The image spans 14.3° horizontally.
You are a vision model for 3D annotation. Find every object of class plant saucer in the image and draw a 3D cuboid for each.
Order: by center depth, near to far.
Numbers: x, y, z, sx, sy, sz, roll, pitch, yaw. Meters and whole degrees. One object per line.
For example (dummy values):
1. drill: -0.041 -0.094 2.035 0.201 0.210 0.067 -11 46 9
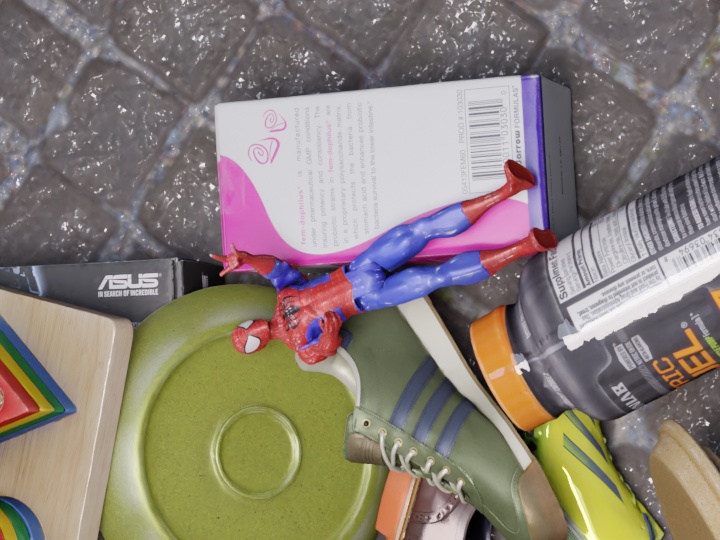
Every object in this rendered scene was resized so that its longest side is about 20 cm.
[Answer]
1. plant saucer: -0.065 0.108 1.705 0.199 0.031 0.202 1 86 -22

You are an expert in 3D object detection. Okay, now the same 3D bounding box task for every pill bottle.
1. pill bottle: 0.162 0.016 1.619 0.199 0.106 0.107 -28 80 15

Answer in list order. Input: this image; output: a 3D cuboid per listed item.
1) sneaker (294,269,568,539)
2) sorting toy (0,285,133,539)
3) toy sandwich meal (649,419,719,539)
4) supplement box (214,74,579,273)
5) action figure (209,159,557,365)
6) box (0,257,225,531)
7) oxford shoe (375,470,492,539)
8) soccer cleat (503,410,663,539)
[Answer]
1. sneaker: 0.034 0.096 1.662 0.089 0.067 0.201 -26 60 -12
2. sorting toy: -0.246 0.107 1.691 0.198 0.069 0.202 13 95 33
3. toy sandwich meal: 0.227 0.160 1.591 0.070 0.205 0.206 -26 80 -4
4. supplement box: 0.023 -0.054 1.710 0.198 0.103 0.102 -4 87 15
5. action figure: 0.000 0.000 1.615 0.199 0.099 0.066 -27 72 23
6. box: -0.186 0.079 1.774 0.198 0.086 0.165 -2 86 17
7. oxford shoe: 0.041 0.202 1.703 0.072 0.071 0.202 12 95 22
8. soccer cleat: 0.134 0.137 1.699 0.083 0.065 0.202 -6 81 -13
